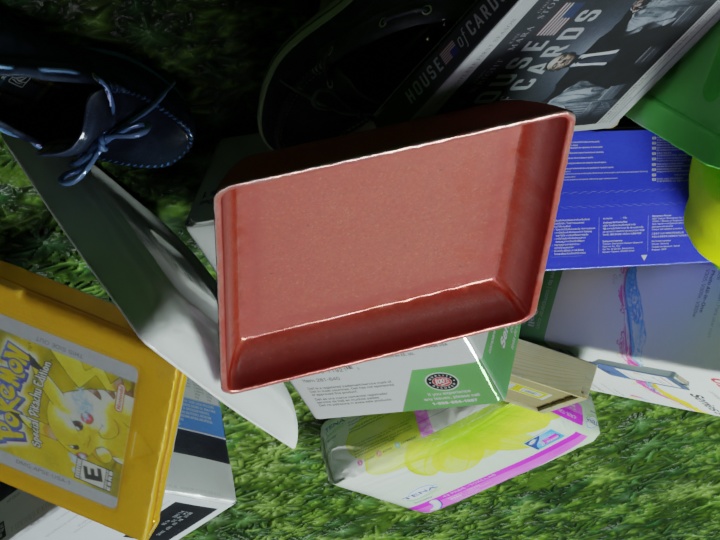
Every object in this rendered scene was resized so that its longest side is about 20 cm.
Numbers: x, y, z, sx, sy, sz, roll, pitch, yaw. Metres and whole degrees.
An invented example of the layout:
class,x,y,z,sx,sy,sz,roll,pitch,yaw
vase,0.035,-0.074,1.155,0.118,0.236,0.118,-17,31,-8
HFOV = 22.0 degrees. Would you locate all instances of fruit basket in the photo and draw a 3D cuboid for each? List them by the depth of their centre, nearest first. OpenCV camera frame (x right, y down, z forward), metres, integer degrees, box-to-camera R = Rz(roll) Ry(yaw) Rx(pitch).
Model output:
class,x,y,z,sx,sy,sz,roll,pitch,yaw
fruit basket,0.270,-0.076,1.165,0.215,0.156,0.216,-8,114,-19

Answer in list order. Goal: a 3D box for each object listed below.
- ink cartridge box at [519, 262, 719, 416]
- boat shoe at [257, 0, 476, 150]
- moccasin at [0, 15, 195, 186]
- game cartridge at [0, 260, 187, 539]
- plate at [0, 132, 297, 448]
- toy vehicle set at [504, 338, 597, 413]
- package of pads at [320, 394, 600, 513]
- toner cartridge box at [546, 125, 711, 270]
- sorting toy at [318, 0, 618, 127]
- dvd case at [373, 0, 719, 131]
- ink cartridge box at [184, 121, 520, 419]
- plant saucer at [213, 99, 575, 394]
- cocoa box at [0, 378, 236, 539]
class,x,y,z,sx,sy,sz,roll,pitch,yaw
ink cartridge box,0.223,0.044,1.369,0.200,0.088,0.145,8,165,35
boat shoe,0.003,-0.114,1.059,0.074,0.062,0.200,12,146,-33
moccasin,-0.176,-0.089,1.067,0.200,0.068,0.080,15,126,-42
game cartridge,-0.220,0.083,1.262,0.200,0.032,0.177,19,126,8
plate,-0.123,0.006,1.161,0.032,0.200,0.200,-41,146,4
toy vehicle set,0.099,0.072,1.398,0.124,0.027,0.200,18,172,-1
package of pads,0.083,0.139,1.600,0.200,0.068,0.154,-29,148,27
toner cartridge box,0.184,-0.052,1.261,0.200,0.095,0.043,-2,-174,-17
sorting toy,0.072,-0.141,1.128,0.200,0.037,0.185,-3,151,-6
dvd case,0.120,-0.127,1.039,0.200,0.025,0.150,-10,153,-44
ink cartridge box,0.000,0.000,1.200,0.145,0.084,0.200,-7,135,27
plant saucer,0.011,-0.018,1.046,0.200,0.037,0.200,-14,146,-12
cocoa box,-0.214,0.152,1.438,0.133,0.131,0.200,16,141,-40
